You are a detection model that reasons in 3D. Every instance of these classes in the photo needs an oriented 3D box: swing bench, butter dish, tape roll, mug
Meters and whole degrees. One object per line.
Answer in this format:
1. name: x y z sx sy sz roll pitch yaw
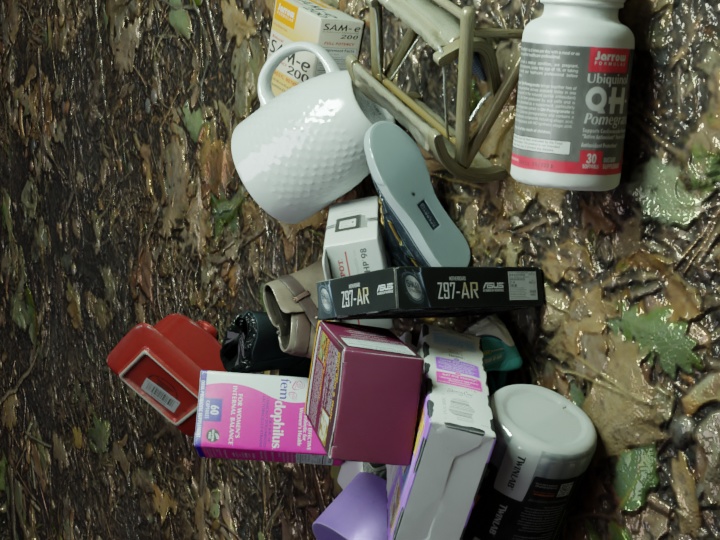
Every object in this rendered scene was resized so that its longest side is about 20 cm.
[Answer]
1. swing bench: 0.085 -0.229 1.326 0.199 0.128 0.202 46 131 44
2. butter dish: -0.284 0.143 1.938 0.200 0.148 0.199 41 141 -8
3. tape roll: 0.041 0.339 1.404 0.199 0.085 0.201 38 158 18
4. mug: -0.060 -0.187 1.484 0.174 0.147 0.202 -30 79 29

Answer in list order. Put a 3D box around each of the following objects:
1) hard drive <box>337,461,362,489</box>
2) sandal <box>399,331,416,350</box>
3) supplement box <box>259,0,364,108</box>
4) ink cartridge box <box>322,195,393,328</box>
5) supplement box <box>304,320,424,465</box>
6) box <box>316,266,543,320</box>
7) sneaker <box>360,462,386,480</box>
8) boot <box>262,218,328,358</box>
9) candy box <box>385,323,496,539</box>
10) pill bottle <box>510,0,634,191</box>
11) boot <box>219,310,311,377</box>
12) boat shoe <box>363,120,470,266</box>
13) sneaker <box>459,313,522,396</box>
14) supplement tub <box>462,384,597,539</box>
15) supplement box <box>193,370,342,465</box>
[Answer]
1. hard drive: 0.033 0.236 1.552 0.132 0.026 0.202 47 131 44
2. sandal: 0.042 0.156 1.442 0.079 0.059 0.207 -47 13 29
3. supplement box: -0.072 -0.256 1.615 0.126 0.073 0.203 36 123 49
4. ink cartridge box: 0.000 0.000 1.428 0.200 0.066 0.117 -87 -13 -68
5. supplement box: 0.000 0.124 1.251 0.200 0.084 0.112 -148 66 -79
6. box: 0.075 0.026 1.303 0.159 0.198 0.044 -11 80 57
7. sneaker: 0.069 0.240 1.425 0.198 0.073 0.089 14 117 47
8. boot: -0.060 0.019 1.562 0.070 0.144 0.202 -47 55 50
9. candy box: 0.079 0.180 1.247 0.201 0.070 0.170 -88 12 -64
10. pill bottle: 0.207 -0.184 1.158 0.110 0.109 0.203 21 111 54
11. boot: -0.121 0.117 1.648 0.201 0.166 0.077 -56 48 44
12. boat shoe: 0.047 -0.073 1.409 0.091 0.070 0.202 -20 100 58
13. sneaker: 0.119 0.139 1.370 0.080 0.077 0.201 53 137 24
14. supplement tub: 0.164 0.233 1.261 0.123 0.121 0.202 46 130 44
15. supplement box: -0.117 0.198 1.589 0.103 0.197 0.103 104 169 -73
